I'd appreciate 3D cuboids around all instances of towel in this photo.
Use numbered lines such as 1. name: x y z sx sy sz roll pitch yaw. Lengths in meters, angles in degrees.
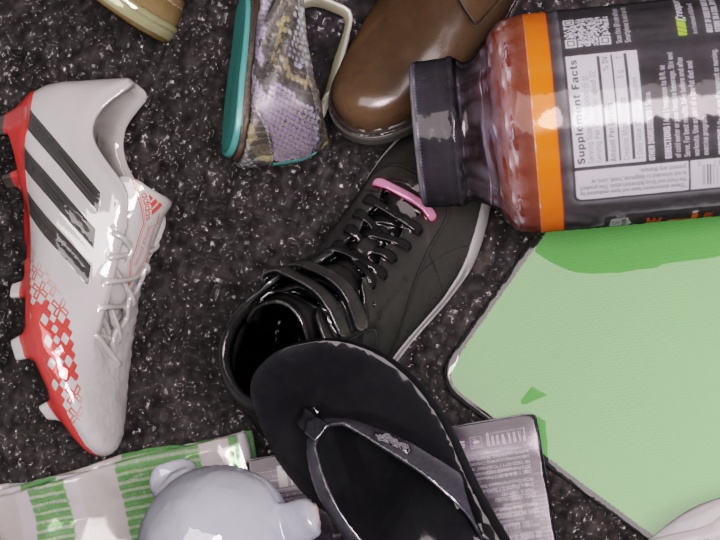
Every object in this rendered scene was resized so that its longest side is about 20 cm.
1. towel: -0.138 0.173 1.105 0.199 0.023 0.153 -14 79 12

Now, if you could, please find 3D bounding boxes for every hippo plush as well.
1. hippo plush: -0.098 0.167 0.989 0.159 0.200 0.161 6 59 31

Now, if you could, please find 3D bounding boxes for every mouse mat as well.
1. mouse mat: 0.159 0.047 1.057 0.200 0.008 0.161 36 92 15

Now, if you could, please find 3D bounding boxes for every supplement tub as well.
1. supplement tub: 0.125 -0.074 1.021 0.199 0.107 0.108 -5 80 5

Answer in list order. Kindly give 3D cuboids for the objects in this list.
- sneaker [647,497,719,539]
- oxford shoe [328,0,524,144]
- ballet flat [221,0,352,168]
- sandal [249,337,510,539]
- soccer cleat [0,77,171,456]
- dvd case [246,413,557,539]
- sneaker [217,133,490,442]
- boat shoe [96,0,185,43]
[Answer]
1. sneaker: 0.118 0.172 0.987 0.199 0.071 0.080 -24 36 4
2. oxford shoe: 0.048 -0.152 1.066 0.073 0.084 0.200 37 87 25
3. ballet flat: -0.038 -0.151 1.115 0.072 0.072 0.202 -3 81 14
4. sandal: 0.022 0.108 0.974 0.076 0.043 0.200 -44 74 14
5. soccer cleat: -0.136 -0.006 1.110 0.085 0.069 0.201 -14 74 16
6. dvd case: 0.030 0.181 1.054 0.148 0.016 0.201 -10 81 5
7. sneaker: 0.000 0.000 1.057 0.071 0.099 0.201 31 89 18
8. boat shoe: -0.151 -0.207 1.142 0.063 0.073 0.201 -42 67 10
